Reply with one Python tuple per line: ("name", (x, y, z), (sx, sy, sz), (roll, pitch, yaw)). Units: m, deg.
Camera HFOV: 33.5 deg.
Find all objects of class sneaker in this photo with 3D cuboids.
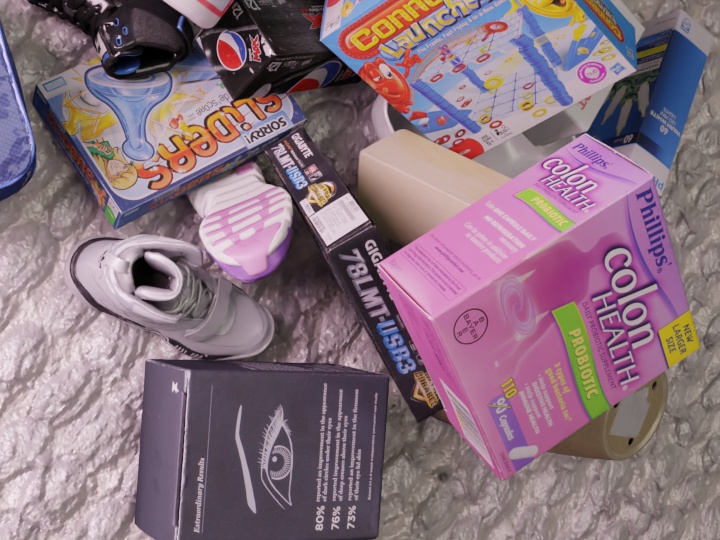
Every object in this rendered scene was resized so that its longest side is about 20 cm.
("sneaker", (-0.094, -0.027, 1.018), (0.080, 0.200, 0.089), (-19, 113, -7))
("sneaker", (-0.146, 0.027, 1.012), (0.198, 0.115, 0.076), (25, 77, -27))
("sneaker", (-0.229, -0.219, 0.983), (0.198, 0.073, 0.113), (7, 59, -22))

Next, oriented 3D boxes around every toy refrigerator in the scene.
("toy refrigerator", (0.093, -0.049, 1.060), (0.070, 0.199, 0.077), (-31, 137, -39))

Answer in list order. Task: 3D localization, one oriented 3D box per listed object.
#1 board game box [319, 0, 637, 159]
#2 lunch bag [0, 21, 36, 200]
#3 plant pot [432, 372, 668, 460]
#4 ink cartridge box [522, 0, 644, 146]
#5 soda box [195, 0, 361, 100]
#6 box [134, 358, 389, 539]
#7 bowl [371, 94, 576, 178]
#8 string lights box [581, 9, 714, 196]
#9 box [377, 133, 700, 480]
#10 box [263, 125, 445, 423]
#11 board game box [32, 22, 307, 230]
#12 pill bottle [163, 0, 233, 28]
("board game box", (0.101, -0.203, 1.029), (0.195, 0.199, 0.056), (36, 43, -33))
("lunch bag", (-0.331, -0.142, 0.911), (0.134, 0.132, 0.202), (-16, 95, -15))
("plant pot", (0.179, 0.095, 1.120), (0.186, 0.199, 0.190), (-19, 120, -35))
("ink cartridge box", (0.163, -0.243, 1.156), (0.200, 0.084, 0.147), (42, 67, -20))
("soda box", (-0.052, -0.204, 1.067), (0.199, 0.063, 0.071), (-20, 75, -54))
("box", (-0.085, 0.155, 1.039), (0.198, 0.104, 0.150), (6, 89, -30))
("bowl", (0.108, -0.134, 1.204), (0.200, 0.074, 0.201), (-40, 106, -26))
("string lights box", (0.305, -0.175, 1.308), (0.059, 0.102, 0.202), (31, 71, -25))
("box", (0.143, 0.029, 0.932), (0.199, 0.097, 0.177), (-32, 124, -9))
("box", (0.000, 0.000, 1.029), (0.049, 0.199, 0.201), (-28, 123, -1))
("board game box", (-0.163, -0.138, 1.040), (0.199, 0.034, 0.136), (-32, 82, -29))
("pill bottle", (-0.102, -0.300, 0.934), (0.108, 0.109, 0.201), (35, 98, -23))
